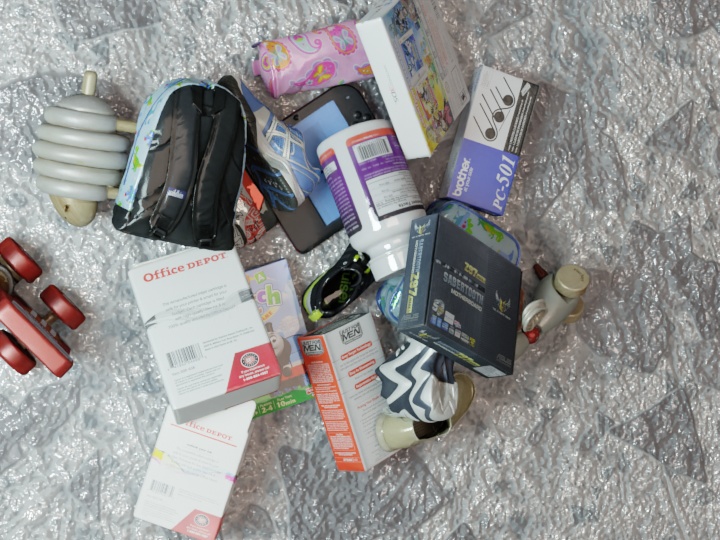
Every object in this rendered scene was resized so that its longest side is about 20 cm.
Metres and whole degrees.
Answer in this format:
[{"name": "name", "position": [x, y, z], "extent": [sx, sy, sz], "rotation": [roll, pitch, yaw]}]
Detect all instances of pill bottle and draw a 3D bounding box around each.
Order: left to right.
[{"name": "pill bottle", "position": [0.024, -0.093, 1.470], "extent": [0.111, 0.111, 0.201], "rotation": [-19, 84, -14]}]

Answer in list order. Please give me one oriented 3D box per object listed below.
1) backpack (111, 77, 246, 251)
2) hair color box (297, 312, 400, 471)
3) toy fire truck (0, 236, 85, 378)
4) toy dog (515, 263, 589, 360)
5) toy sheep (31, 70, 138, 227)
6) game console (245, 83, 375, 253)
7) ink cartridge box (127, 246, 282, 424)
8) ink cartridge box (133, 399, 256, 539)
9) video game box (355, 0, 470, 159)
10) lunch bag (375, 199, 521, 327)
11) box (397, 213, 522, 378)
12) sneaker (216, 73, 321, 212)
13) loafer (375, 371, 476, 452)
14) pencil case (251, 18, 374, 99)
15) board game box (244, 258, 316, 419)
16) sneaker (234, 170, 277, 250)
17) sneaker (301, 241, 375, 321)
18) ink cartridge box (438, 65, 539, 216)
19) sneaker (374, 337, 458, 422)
[{"name": "backpack", "position": [-0.222, -0.144, 1.371], "extent": [0.162, 0.154, 0.201], "rotation": [8, 108, -25]}, {"name": "hair color box", "position": [-0.008, 0.170, 1.526], "extent": [0.101, 0.061, 0.201], "rotation": [-23, 99, -43]}, {"name": "toy fire truck", "position": [-0.437, 0.046, 1.364], "extent": [0.112, 0.168, 0.200], "rotation": [-43, 102, -10]}, {"name": "toy dog", "position": [0.248, 0.052, 1.590], "extent": [0.199, 0.096, 0.132], "rotation": [-21, 141, -42]}, {"name": "toy sheep", "position": [-0.356, -0.156, 1.402], "extent": [0.137, 0.138, 0.201], "rotation": [6, 94, -16]}, {"name": "game console", "position": [-0.051, -0.147, 1.536], "extent": [0.200, 0.031, 0.177], "rotation": [-35, 100, -11]}, {"name": "ink cartridge box", "position": [-0.203, 0.077, 1.410], "extent": [0.144, 0.084, 0.201], "rotation": [-17, 71, -13]}, {"name": "ink cartridge box", "position": [-0.216, 0.248, 1.461], "extent": [0.116, 0.067, 0.201], "rotation": [19, 95, 1]}, {"name": "video game box", "position": [0.077, -0.281, 1.480], "extent": [0.201, 0.047, 0.182], "rotation": [67, 31, -24]}, {"name": "lunch bag", "position": [0.130, 0.013, 1.563], "extent": [0.160, 0.082, 0.201], "rotation": [30, 86, -15]}, {"name": "box", "position": [0.136, 0.037, 1.437], "extent": [0.200, 0.051, 0.159], "rotation": [31, 58, -41]}, {"name": "sneaker", "position": [-0.128, -0.179, 1.471], "extent": [0.077, 0.076, 0.201], "rotation": [-39, 105, -33]}, {"name": "loafer", "position": [0.107, 0.203, 1.541], "extent": [0.200, 0.068, 0.076], "rotation": [-29, 106, -42]}, {"name": "pencil case", "position": [-0.047, -0.296, 1.504], "extent": [0.199, 0.087, 0.088], "rotation": [-16, 96, -14]}, {"name": "board game box", "position": [-0.149, 0.100, 1.515], "extent": [0.151, 0.037, 0.201], "rotation": [-18, 96, -14]}, {"name": "sneaker", "position": [-0.209, -0.114, 1.474], "extent": [0.108, 0.067, 0.202], "rotation": [-38, 104, -14]}, {"name": "sneaker", "position": [0.000, 0.000, 1.528], "extent": [0.072, 0.083, 0.200], "rotation": [43, 80, -13]}, {"name": "ink cartridge box", "position": [0.189, -0.189, 1.593], "extent": [0.094, 0.044, 0.201], "rotation": [16, 88, -14]}, {"name": "sneaker", "position": [0.074, 0.113, 1.484], "extent": [0.079, 0.129, 0.200], "rotation": [23, 62, -43]}]
